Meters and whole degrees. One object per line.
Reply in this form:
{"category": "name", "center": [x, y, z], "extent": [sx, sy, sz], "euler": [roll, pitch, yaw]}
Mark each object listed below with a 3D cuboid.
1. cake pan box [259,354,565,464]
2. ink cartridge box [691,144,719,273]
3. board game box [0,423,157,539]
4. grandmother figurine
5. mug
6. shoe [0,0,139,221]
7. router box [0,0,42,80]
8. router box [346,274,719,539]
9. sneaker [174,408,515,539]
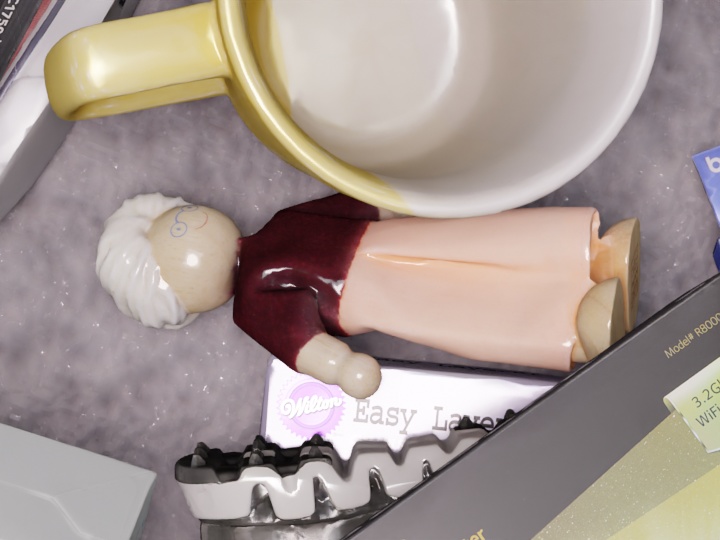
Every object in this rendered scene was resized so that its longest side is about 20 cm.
{"category": "cake pan box", "center": [0.046, 0.128, 0.974], "extent": [0.200, 0.052, 0.184], "euler": [7, 87, 1]}
{"category": "ink cartridge box", "center": [0.211, 0.032, 0.969], "extent": [0.119, 0.042, 0.200], "euler": [-20, 81, 0]}
{"category": "board game box", "center": [-0.168, 0.140, 0.918], "extent": [0.147, 0.064, 0.200], "euler": [18, 124, 0]}
{"category": "grandmother figurine", "center": [0.000, 0.000, 0.950], "extent": [0.200, 0.121, 0.061], "euler": [4, 115, 13]}
{"category": "mug", "center": [-0.004, -0.096, 0.915], "extent": [0.187, 0.153, 0.149], "euler": [20, 85, -11]}
{"category": "shoe", "center": [-0.131, -0.117, 0.971], "extent": [0.091, 0.071, 0.200], "euler": [28, 84, 2]}
{"category": "router box", "center": [-0.198, -0.076, 0.879], "extent": [0.200, 0.149, 0.051], "euler": [-57, 48, 28]}
{"category": "router box", "center": [0.082, 0.121, 0.839], "extent": [0.200, 0.052, 0.157], "euler": [-35, 87, -11]}
{"category": "sneaker", "center": [0.037, 0.099, 0.921], "extent": [0.200, 0.066, 0.091], "euler": [-5, 95, 2]}
